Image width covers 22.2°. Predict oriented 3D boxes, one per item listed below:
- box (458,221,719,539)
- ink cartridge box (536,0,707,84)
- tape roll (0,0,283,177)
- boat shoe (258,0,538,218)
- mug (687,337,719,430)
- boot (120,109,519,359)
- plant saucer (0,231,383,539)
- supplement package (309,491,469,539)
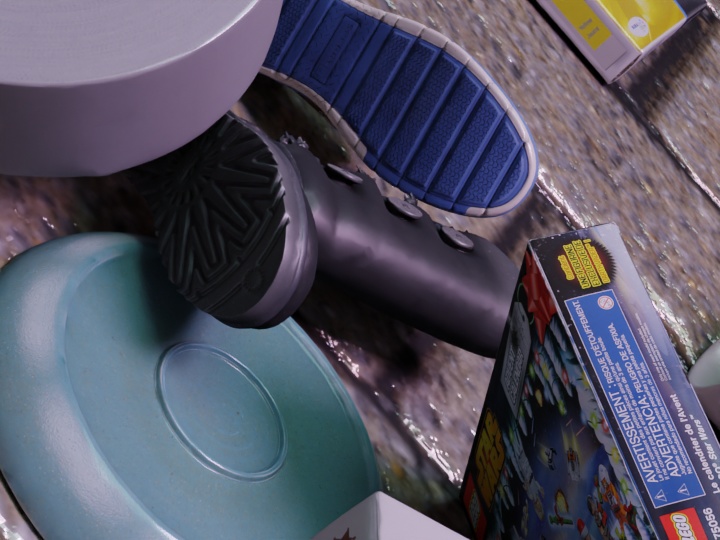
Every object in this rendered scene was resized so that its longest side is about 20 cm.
[{"bbox_3d":[0.090,0.096,0.727,0.040,0.200,0.137,-11,56,-14],"label":"box"},{"bbox_3d":[0.155,-0.241,1.333,0.200,0.047,0.198,51,31,0],"label":"ink cartridge box"},{"bbox_3d":[-0.126,-0.136,0.725,0.199,0.066,0.201,4,60,-7],"label":"tape roll"},{"bbox_3d":[0.014,-0.094,0.914,0.200,0.072,0.072,39,10,21],"label":"boat shoe"},{"bbox_3d":[0.302,0.077,1.043,0.154,0.186,0.149,56,-6,-3],"label":"mug"},{"bbox_3d":[0.000,-0.001,0.796,0.200,0.066,0.165,31,17,-38],"label":"boot"},{"bbox_3d":[-0.061,0.061,0.725,0.200,0.027,0.201,32,33,-24],"label":"plant saucer"},{"bbox_3d":[0.044,0.186,0.625,0.200,0.117,0.117,32,36,-27],"label":"supplement package"}]
